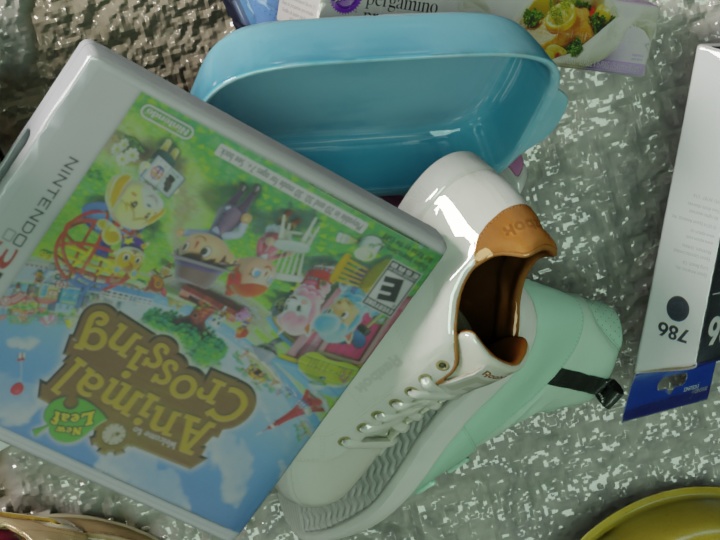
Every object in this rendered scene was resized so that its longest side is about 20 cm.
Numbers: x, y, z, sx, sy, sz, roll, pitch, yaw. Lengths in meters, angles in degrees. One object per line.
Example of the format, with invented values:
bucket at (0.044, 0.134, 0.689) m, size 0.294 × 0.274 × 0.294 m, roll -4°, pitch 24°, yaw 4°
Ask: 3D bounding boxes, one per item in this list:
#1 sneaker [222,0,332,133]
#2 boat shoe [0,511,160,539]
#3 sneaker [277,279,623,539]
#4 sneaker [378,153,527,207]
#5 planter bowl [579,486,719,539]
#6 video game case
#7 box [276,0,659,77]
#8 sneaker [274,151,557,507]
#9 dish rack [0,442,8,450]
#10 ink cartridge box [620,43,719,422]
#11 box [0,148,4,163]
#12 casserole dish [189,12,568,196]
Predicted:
sneaker at (-0.036, -0.163, 1.206) m, size 0.082 × 0.074 × 0.200 m, roll -22°, pitch 109°, yaw -6°
boat shoe at (-0.177, 0.159, 1.252) m, size 0.200 × 0.069 × 0.074 m, roll 6°, pitch 89°, yaw -25°
sneaker at (0.052, 0.080, 1.280) m, size 0.118 × 0.074 × 0.200 m, roll 8°, pitch 139°, yaw -46°
sneaker at (0.000, 0.000, 1.256) m, size 0.200 × 0.080 × 0.089 m, roll -38°, pitch 151°, yaw -15°
planter bowl at (0.190, 0.221, 1.308) m, size 0.200 × 0.083 × 0.201 m, roll -3°, pitch 100°, yaw -20°
video game case at (-0.089, 0.016, 1.110) m, size 0.200 × 0.022 × 0.182 m, roll 28°, pitch 107°, yaw -29°
box at (0.056, -0.126, 1.207) m, size 0.200 × 0.041 × 0.039 m, roll 4°, pitch 104°, yaw -31°
sneaker at (0.025, 0.047, 1.178) m, size 0.073 × 0.085 × 0.200 m, roll -2°, pitch 128°, yaw -50°
dish rack at (-0.157, 0.027, 1.180) m, size 0.171 × 0.200 × 0.044 m, roll -30°, pitch 70°, yaw -1°
ink cartridge box at (0.190, -0.017, 1.263) m, size 0.039 × 0.099 × 0.200 m, roll 19°, pitch 107°, yaw 32°
box at (-0.245, -0.069, 1.115) m, size 0.124 × 0.200 × 0.149 m, roll -26°, pitch 81°, yaw 0°
casserole dish at (0.000, -0.080, 1.166) m, size 0.200 × 0.121 × 0.039 m, roll -4°, pitch 62°, yaw -19°
